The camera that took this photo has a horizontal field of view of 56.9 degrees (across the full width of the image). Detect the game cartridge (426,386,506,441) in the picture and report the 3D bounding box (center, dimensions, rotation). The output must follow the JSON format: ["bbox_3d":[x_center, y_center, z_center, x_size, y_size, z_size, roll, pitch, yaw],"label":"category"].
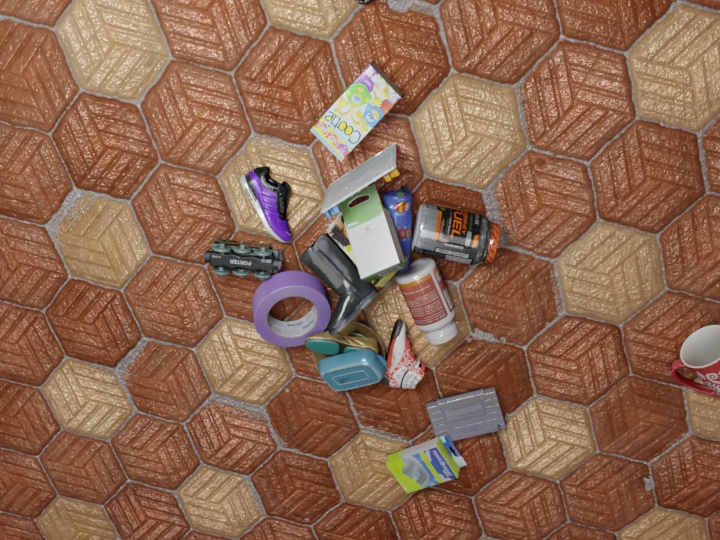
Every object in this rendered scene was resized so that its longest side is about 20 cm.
[{"bbox_3d":[0.291,0.399,1.833,0.197,0.038,0.132,-16,105,11],"label":"game cartridge"}]

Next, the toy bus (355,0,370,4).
[{"bbox_3d":[-0.027,-0.685,1.411,0.196,0.136,0.196,11,96,-1],"label":"toy bus"}]

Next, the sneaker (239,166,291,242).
[{"bbox_3d":[-0.209,-0.168,1.646,0.098,0.070,0.202,-27,106,12],"label":"sneaker"}]

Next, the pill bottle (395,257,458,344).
[{"bbox_3d":[0.173,0.080,1.679,0.111,0.112,0.202,-21,107,13],"label":"pill bottle"}]

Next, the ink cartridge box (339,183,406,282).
[{"bbox_3d":[0.027,-0.086,1.559,0.103,0.059,0.203,-22,75,18],"label":"ink cartridge box"}]

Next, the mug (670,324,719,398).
[{"bbox_3d":[0.911,0.253,1.685,0.200,0.177,0.134,43,73,-15],"label":"mug"}]

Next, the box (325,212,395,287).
[{"bbox_3d":[0.006,-0.055,1.625,0.200,0.050,0.075,46,105,21],"label":"box"}]

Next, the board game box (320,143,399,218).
[{"bbox_3d":[0.004,-0.209,1.538,0.198,0.201,0.026,-31,109,16],"label":"board game box"}]

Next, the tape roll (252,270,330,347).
[{"bbox_3d":[-0.178,0.101,1.709,0.196,0.066,0.203,-7,128,-9],"label":"tape roll"}]

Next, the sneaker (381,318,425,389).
[{"bbox_3d":[0.125,0.226,1.766,0.106,0.067,0.204,11,115,0],"label":"sneaker"}]

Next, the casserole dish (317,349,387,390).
[{"bbox_3d":[-0.024,0.268,1.747,0.197,0.039,0.122,-16,132,25],"label":"casserole dish"}]

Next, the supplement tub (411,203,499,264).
[{"bbox_3d":[0.229,-0.084,1.606,0.196,0.123,0.124,11,112,1],"label":"supplement tub"}]

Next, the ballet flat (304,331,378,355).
[{"bbox_3d":[-0.049,0.190,1.741,0.197,0.064,0.069,13,137,-6],"label":"ballet flat"}]

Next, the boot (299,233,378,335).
[{"bbox_3d":[-0.077,0.033,1.630,0.165,0.066,0.200,-44,98,-7],"label":"boot"}]

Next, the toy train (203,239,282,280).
[{"bbox_3d":[-0.292,-0.033,1.682,0.196,0.114,0.087,5,108,2],"label":"toy train"}]

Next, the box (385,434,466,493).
[{"bbox_3d":[0.185,0.548,1.873,0.198,0.048,0.123,-28,106,27],"label":"box"}]

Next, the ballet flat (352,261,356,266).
[{"bbox_3d":[0.000,0.000,1.690,0.071,0.072,0.203,11,111,1],"label":"ballet flat"}]

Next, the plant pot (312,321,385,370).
[{"bbox_3d":[-0.030,0.224,1.801,0.196,0.028,0.204,2,110,5],"label":"plant pot"}]

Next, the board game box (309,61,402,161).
[{"bbox_3d":[-0.008,-0.367,1.531,0.103,0.105,0.200,43,108,-10],"label":"board game box"}]

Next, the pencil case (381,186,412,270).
[{"bbox_3d":[0.086,-0.102,1.637,0.077,0.087,0.203,-12,115,-29],"label":"pencil case"}]
